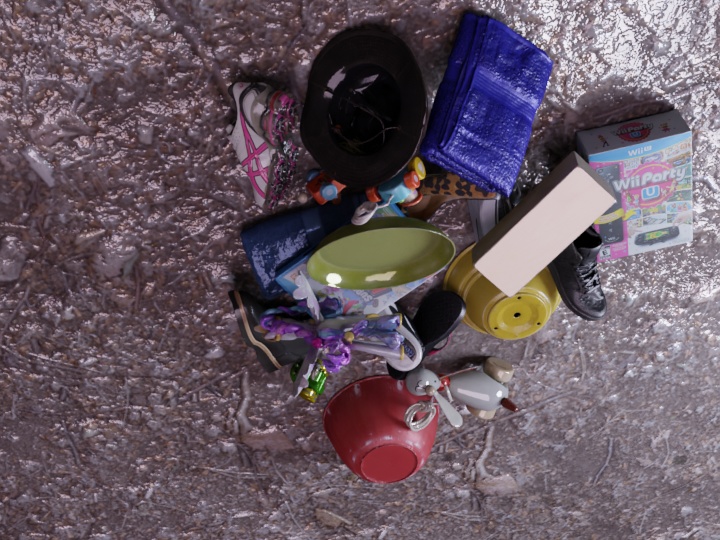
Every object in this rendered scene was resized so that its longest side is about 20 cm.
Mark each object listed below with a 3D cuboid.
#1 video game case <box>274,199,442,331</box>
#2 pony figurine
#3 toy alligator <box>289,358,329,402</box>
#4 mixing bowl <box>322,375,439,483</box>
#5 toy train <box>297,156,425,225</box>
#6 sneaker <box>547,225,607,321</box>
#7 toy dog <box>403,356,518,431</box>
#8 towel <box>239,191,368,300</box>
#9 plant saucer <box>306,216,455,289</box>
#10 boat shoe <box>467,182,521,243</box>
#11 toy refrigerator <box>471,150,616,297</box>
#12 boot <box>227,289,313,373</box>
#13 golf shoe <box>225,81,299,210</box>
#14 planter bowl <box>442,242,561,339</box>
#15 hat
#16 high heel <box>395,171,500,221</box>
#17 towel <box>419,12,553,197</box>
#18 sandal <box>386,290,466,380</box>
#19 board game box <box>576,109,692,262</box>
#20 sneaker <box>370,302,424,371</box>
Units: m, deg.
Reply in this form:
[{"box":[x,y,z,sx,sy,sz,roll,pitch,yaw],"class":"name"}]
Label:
[{"box":[0.000,0.000,1.566,0.200,0.018,0.143,-35,119,16],"class":"video game case"},{"box":[-0.043,0.087,1.511,0.200,0.193,0.167,4,88,-7],"class":"pony figurine"},{"box":[-0.085,0.161,1.718,0.054,0.059,0.200,24,167,8],"class":"toy alligator"},{"box":[0.041,0.280,1.835,0.200,0.108,0.200,-4,129,-5],"class":"mixing bowl"},{"box":[0.010,-0.108,1.471,0.150,0.200,0.056,-40,122,-7],"class":"toy train"},{"box":[0.315,-0.018,1.601,0.060,0.104,0.200,-34,94,-24],"class":"sneaker"},{"box":[0.172,0.198,1.751,0.200,0.096,0.132,-14,120,-28],"class":"toy dog"},{"box":[-0.065,-0.037,1.581,0.200,0.049,0.112,-17,114,7],"class":"towel"},{"box":[0.026,-0.026,1.476,0.200,0.031,0.200,-6,158,-2],"class":"plant saucer"},{"box":[0.192,-0.106,1.570,0.071,0.072,0.200,-21,136,-9],"class":"boat shoe"},{"box":[0.249,-0.063,1.521,0.076,0.070,0.200,40,112,-12],"class":"toy refrigerator"},{"box":[-0.108,0.068,1.657,0.138,0.078,0.200,-21,150,4],"class":"boot"},{"box":[-0.132,-0.168,1.473,0.092,0.073,0.200,22,138,17],"class":"golf shoe"},{"box":[0.230,0.044,1.681,0.200,0.084,0.201,-4,130,-4],"class":"planter bowl"},{"box":[0.019,-0.207,1.432,0.201,0.201,0.081,-46,161,26],"class":"hat"},{"box":[0.112,-0.083,1.516,0.071,0.143,0.200,-6,134,-39],"class":"high heel"},{"box":[0.166,-0.211,1.406,0.148,0.050,0.200,24,80,-25],"class":"towel"},{"box":[0.107,0.100,1.723,0.045,0.075,0.200,8,138,-32],"class":"sandal"},{"box":[0.393,-0.118,1.583,0.147,0.064,0.200,-13,129,2],"class":"board game box"},{"box":[0.021,0.060,1.675,0.073,0.112,0.200,-34,93,7],"class":"sneaker"}]
